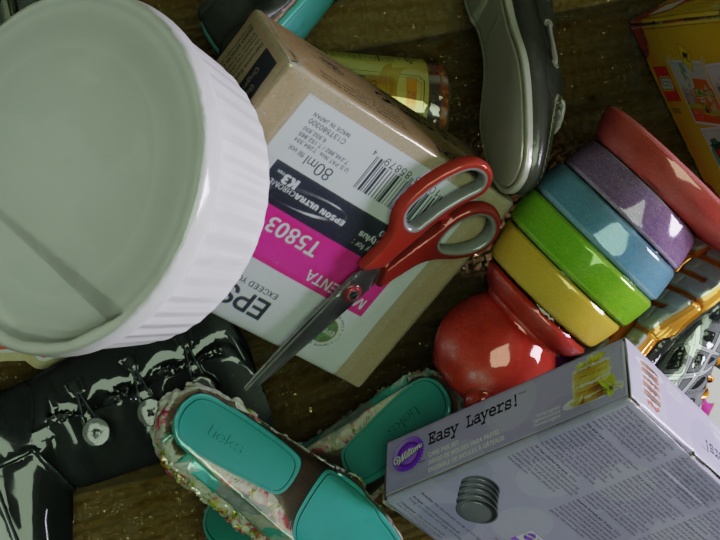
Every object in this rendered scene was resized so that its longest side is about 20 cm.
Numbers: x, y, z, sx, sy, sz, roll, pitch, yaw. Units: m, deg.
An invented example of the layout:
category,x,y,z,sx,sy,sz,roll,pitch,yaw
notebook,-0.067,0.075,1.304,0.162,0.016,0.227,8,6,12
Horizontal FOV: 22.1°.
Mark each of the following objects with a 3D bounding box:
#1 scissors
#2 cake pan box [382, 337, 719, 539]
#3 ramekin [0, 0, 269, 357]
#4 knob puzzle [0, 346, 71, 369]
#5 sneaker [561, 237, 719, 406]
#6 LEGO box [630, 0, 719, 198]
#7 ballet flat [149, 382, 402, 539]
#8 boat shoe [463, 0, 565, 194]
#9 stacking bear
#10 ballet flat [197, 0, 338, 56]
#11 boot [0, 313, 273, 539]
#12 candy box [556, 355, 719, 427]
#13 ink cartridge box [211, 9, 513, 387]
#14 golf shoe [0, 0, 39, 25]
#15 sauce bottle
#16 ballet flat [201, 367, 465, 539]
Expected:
category,x,y,z,sx,sy,sz,roll,pitch,yaw
scissors,0.000,0.000,1.126,0.199,0.014,0.073,-31,133,0
cake pan box,0.144,0.142,1.157,0.184,0.053,0.200,-26,131,31
ramekin,-0.141,-0.048,1.033,0.201,0.094,0.204,-5,79,30
knob puzzle,-0.197,-0.018,1.145,0.218,0.031,0.221,-7,122,-12
sneaker,0.203,0.050,1.197,0.200,0.078,0.077,-44,113,-5
LEGO box,0.266,-0.114,1.185,0.077,0.200,0.150,-28,100,-7
ballet flat,-0.048,0.143,1.147,0.200,0.064,0.076,43,65,-7
boat shoe,0.108,-0.134,1.179,0.057,0.067,0.201,9,54,-22
stacking bear,0.129,0.006,1.158,0.200,0.122,0.114,-47,131,6
ballet flat,-0.026,-0.200,1.177,0.068,0.068,0.200,38,57,19
boot,-0.149,0.125,1.198,0.199,0.066,0.166,-23,101,-13
candy box,0.174,0.105,1.256,0.199,0.061,0.137,22,90,-13
ink cartridge box,-0.031,-0.039,1.141,0.199,0.075,0.165,28,108,-36
golf shoe,-0.183,-0.113,1.149,0.078,0.097,0.201,-28,101,-9
sauce bottle,-0.042,-0.112,1.194,0.198,0.066,0.067,2,95,-11
ballet flat,-0.010,0.136,1.216,0.199,0.064,0.076,-30,70,9
